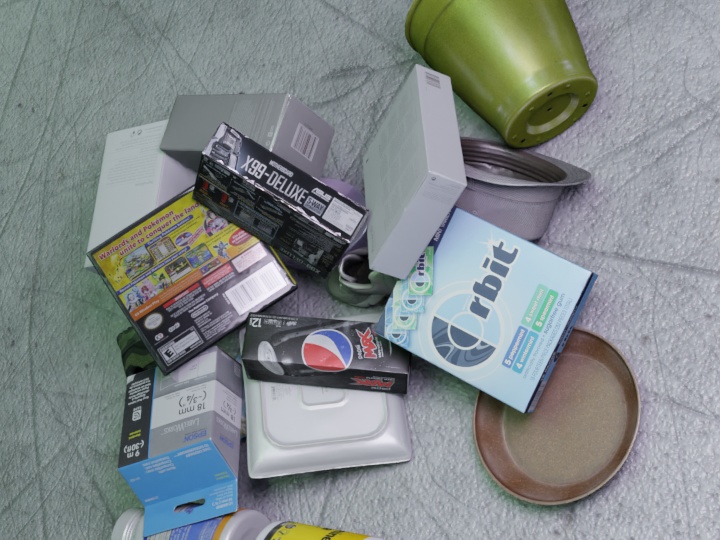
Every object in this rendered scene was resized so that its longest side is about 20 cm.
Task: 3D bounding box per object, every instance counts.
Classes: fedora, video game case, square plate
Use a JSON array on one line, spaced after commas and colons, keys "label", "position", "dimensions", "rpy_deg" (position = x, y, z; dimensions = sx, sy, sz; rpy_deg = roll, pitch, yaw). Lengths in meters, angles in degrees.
[{"label": "fedora", "position": [0.164, -0.091, 1.423], "dimensions": [0.199, 0.177, 0.091], "rpy_deg": [20, 112, 25]}, {"label": "video game case", "position": [-0.208, 0.001, 1.498], "dimensions": [0.199, 0.026, 0.181], "rpy_deg": [-33, 84, -8]}, {"label": "square plate", "position": [-0.046, 0.145, 1.467], "dimensions": [0.197, 0.028, 0.201], "rpy_deg": [-6, 62, -2]}]

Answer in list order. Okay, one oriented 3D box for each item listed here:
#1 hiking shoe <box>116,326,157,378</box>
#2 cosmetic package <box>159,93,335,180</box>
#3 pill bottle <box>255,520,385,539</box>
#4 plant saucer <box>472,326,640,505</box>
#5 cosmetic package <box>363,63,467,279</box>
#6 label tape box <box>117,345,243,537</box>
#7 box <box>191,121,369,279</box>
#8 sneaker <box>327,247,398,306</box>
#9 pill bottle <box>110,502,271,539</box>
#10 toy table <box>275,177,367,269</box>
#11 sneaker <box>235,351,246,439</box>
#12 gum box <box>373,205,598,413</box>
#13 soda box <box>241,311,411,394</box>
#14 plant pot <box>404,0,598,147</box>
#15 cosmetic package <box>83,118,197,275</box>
[{"label": "hiking shoe", "position": [-0.252, 0.109, 1.662], "dimensions": [0.199, 0.076, 0.101], "rpy_deg": [-24, 67, 34]}, {"label": "cosmetic package", "position": [-0.146, -0.167, 1.531], "dimensions": [0.199, 0.107, 0.091], "rpy_deg": [10, 76, 36]}, {"label": "pill bottle", "position": [-0.024, 0.353, 1.368], "dimensions": [0.199, 0.112, 0.113], "rpy_deg": [2, 72, 34]}, {"label": "plant saucer", "position": [0.220, 0.162, 1.334], "dimensions": [0.199, 0.037, 0.202], "rpy_deg": [-13, 64, 28]}, {"label": "cosmetic package", "position": [0.057, -0.113, 1.362], "dimensions": [0.151, 0.051, 0.201], "rpy_deg": [-56, 25, 38]}, {"label": "label tape box", "position": [-0.221, 0.208, 1.479], "dimensions": [0.144, 0.063, 0.201], "rpy_deg": [-20, 50, 22]}, {"label": "box", "position": [-0.100, -0.078, 1.429], "dimensions": [0.199, 0.158, 0.050], "rpy_deg": [31, 70, -2]}, {"label": "sneaker", "position": [0.000, 0.000, 1.483], "dimensions": [0.200, 0.092, 0.076], "rpy_deg": [-12, 71, 58]}, {"label": "pill bottle", "position": [-0.212, 0.346, 1.498], "dimensions": [0.199, 0.112, 0.113], "rpy_deg": [-2, 69, 34]}, {"label": "toy table", "position": [-0.092, -0.082, 1.598], "dimensions": [0.199, 0.117, 0.185], "rpy_deg": [-11, 65, 31]}, {"label": "sneaker", "position": [-0.126, 0.180, 1.534], "dimensions": [0.130, 0.079, 0.201], "rpy_deg": [32, 91, 40]}, {"label": "gum box", "position": [0.138, 0.037, 1.344], "dimensions": [0.199, 0.045, 0.171], "rpy_deg": [27, 96, 22]}, {"label": "soda box", "position": [-0.038, 0.098, 1.435], "dimensions": [0.199, 0.071, 0.064], "rpy_deg": [4, 63, 4]}, {"label": "plant pot", "position": [0.184, -0.260, 1.455], "dimensions": [0.200, 0.200, 0.194], "rpy_deg": [-36, 65, 16]}, {"label": "cosmetic package", "position": [-0.255, -0.068, 1.648], "dimensions": [0.122, 0.199, 0.201], "rpy_deg": [-8, 66, 31]}]
